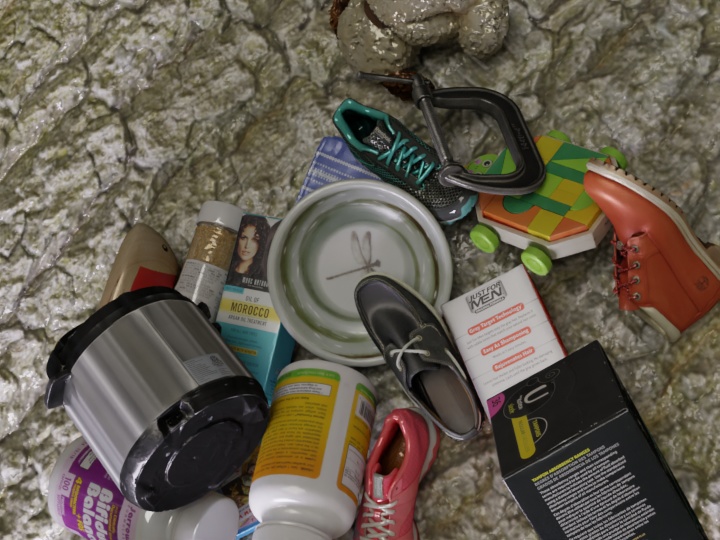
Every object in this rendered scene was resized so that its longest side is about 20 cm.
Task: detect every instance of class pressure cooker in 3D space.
[{"bbox_3d":[-0.206,0.115,1.224,0.179,0.176,0.200,-44,63,0],"label":"pressure cooker"}]

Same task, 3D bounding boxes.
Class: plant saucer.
[{"bbox_3d":[0.000,0.000,1.301,0.197,0.050,0.203,1,101,3],"label":"plant saucer"}]

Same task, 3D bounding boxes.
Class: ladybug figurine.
[{"bbox_3d":[-0.260,0.049,1.388,0.071,0.136,0.203,19,93,-7],"label":"ladybug figurine"}]

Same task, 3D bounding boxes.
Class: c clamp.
[{"bbox_3d":[0.101,-0.143,1.274,0.168,0.027,0.201,-4,45,-20],"label":"c clamp"}]

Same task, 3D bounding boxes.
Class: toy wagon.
[{"bbox_3d":[0.177,-0.082,1.270,0.199,0.040,0.156,24,65,38],"label":"toy wagon"}]

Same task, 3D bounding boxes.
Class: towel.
[{"bbox_3d":[-0.016,-0.042,1.374,0.143,0.024,0.202,22,86,22],"label":"towel"}]

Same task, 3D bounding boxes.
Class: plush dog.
[{"bbox_3d":[0.042,-0.286,1.361,0.201,0.159,0.172,54,123,25],"label":"plush dog"}]

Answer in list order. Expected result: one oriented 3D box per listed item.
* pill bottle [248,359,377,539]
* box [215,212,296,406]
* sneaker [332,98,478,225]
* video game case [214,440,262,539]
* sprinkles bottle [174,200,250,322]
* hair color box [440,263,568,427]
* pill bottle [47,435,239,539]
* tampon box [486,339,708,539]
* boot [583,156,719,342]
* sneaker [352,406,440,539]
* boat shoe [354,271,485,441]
[{"bbox_3d":[-0.052,0.203,1.236,0.109,0.112,0.202,-1,54,20],"label":"pill bottle"},{"bbox_3d":[-0.110,0.043,1.345,0.081,0.049,0.203,9,81,22],"label":"box"},{"bbox_3d":[0.039,-0.119,1.294,0.199,0.091,0.078,36,91,34],"label":"sneaker"},{"bbox_3d":[-0.127,0.182,1.354,0.142,0.018,0.202,-27,68,11],"label":"video game case"},{"bbox_3d":[-0.178,0.025,1.376,0.067,0.068,0.203,11,74,22],"label":"sprinkles bottle"},{"bbox_3d":[0.168,0.108,1.239,0.101,0.061,0.202,-26,69,11],"label":"hair color box"},{"bbox_3d":[-0.232,0.254,1.313,0.198,0.112,0.114,14,81,30],"label":"pill bottle"},{"bbox_3d":[0.217,0.198,1.101,0.125,0.150,0.201,-30,107,10],"label":"tampon box"},{"bbox_3d":[0.272,-0.019,1.180,0.200,0.075,0.107,42,93,-15],"label":"boot"},{"bbox_3d":[0.023,0.234,1.246,0.073,0.087,0.203,8,79,23],"label":"sneaker"},{"bbox_3d":[0.061,0.086,1.250,0.071,0.068,0.201,-36,86,11],"label":"boat shoe"}]
